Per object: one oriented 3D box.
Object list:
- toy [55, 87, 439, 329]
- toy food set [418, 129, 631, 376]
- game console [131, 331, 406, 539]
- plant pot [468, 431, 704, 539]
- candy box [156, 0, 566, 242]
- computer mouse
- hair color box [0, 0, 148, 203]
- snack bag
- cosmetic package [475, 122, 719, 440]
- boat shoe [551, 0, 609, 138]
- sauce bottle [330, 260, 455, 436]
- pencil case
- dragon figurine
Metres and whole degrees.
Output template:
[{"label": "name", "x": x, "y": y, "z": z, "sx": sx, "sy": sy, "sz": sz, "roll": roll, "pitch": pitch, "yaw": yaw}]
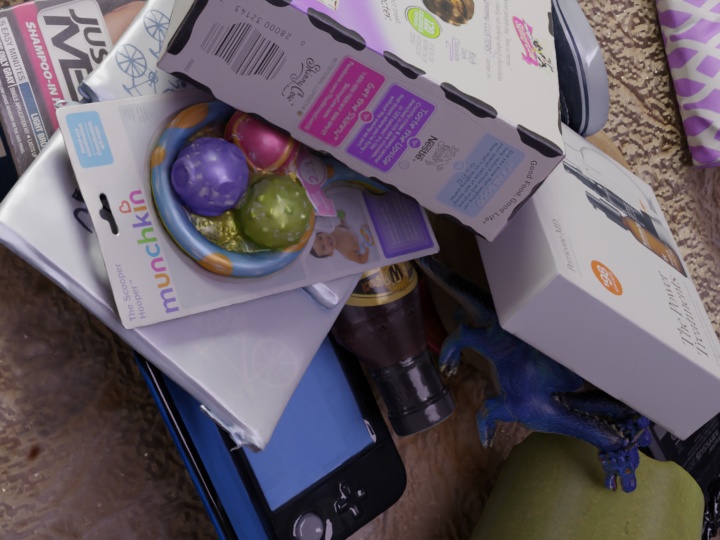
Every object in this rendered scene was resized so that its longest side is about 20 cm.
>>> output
[{"label": "toy", "x": -0.044, "y": -0.050, "z": 0.766, "sx": 0.199, "sy": 0.047, "sz": 0.116, "roll": -13, "pitch": 79, "yaw": -38}, {"label": "toy food set", "x": 0.114, "y": -0.017, "z": 0.998, "sx": 0.200, "sy": 0.048, "sz": 0.199, "roll": 38, "pitch": 69, "yaw": -27}, {"label": "game console", "x": -0.044, "y": 0.087, "z": 0.851, "sx": 0.170, "sy": 0.118, "sz": 0.201, "roll": -31, "pitch": 105, "yaw": -30}, {"label": "plant pot", "x": 0.132, "y": 0.209, "z": 0.935, "sx": 0.200, "sy": 0.200, "sz": 0.185, "roll": 37, "pitch": 58, "yaw": -26}, {"label": "candy box", "x": 0.006, "y": -0.129, "z": 0.787, "sx": 0.199, "sy": 0.072, "sz": 0.168, "roll": 27, "pitch": 37, "yaw": -17}, {"label": "computer mouse", "x": 0.214, "y": 0.119, "z": 1.059, "sx": 0.138, "sy": 0.052, "sz": 0.201, "roll": -38, "pitch": 122, "yaw": -31}, {"label": "hair color box", "x": -0.124, "y": -0.115, "z": 0.840, "sx": 0.199, "sy": 0.060, "sz": 0.101, "roll": -24, "pitch": 101, "yaw": -32}, {"label": "snack bag", "x": -0.078, "y": -0.035, "z": 0.781, "sx": 0.188, "sy": 0.021, "sz": 0.201, "roll": 42, "pitch": 54, "yaw": -15}, {"label": "cosmetic package", "x": 0.132, "y": -0.013, "z": 0.881, "sx": 0.150, "sy": 0.052, "sz": 0.201, "roll": 29, "pitch": 30, "yaw": -28}, {"label": "boat shoe", "x": 0.083, "y": -0.156, "z": 0.923, "sx": 0.091, "sy": 0.071, "sz": 0.201, "roll": -32, "pitch": 116, "yaw": -16}, {"label": "sauce bottle", "x": 0.000, "y": 0.000, "z": 0.887, "sx": 0.066, "sy": 0.066, "sz": 0.201, "roll": -31, "pitch": 99, "yaw": -30}, {"label": "pencil case", "x": 0.264, "y": -0.173, "z": 1.081, "sx": 0.083, "sy": 0.085, "sz": 0.202, "roll": -20, "pitch": 99, "yaw": -30}, {"label": "dragon figurine", "x": 0.103, "y": 0.045, "z": 0.884, "sx": 0.201, "sy": 0.099, "sz": 0.059, "roll": 64, "pitch": 26, "yaw": -15}]
